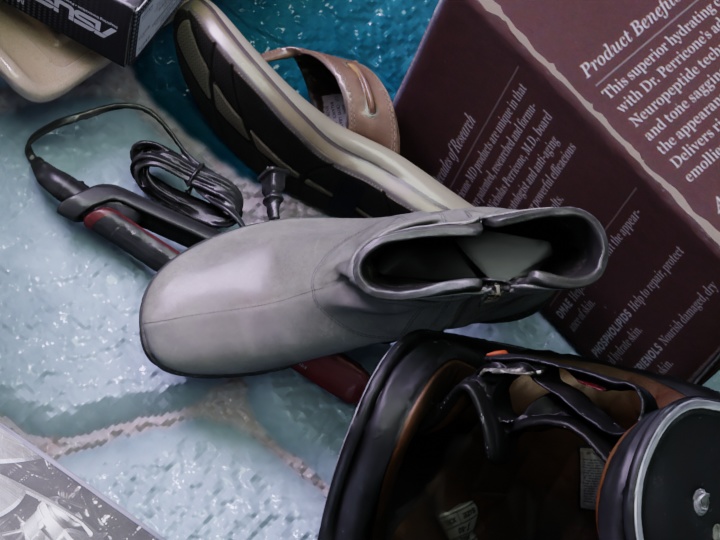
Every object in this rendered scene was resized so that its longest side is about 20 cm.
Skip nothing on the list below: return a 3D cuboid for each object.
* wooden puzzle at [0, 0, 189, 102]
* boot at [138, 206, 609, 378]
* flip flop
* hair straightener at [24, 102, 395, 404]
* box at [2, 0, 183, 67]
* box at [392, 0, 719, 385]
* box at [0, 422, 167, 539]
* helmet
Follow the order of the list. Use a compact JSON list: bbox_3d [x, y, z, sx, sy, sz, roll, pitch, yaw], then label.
[{"bbox_3d":[-0.143,-0.181,1.158,0.200,0.046,0.185,-35,72,-29],"label":"wooden puzzle"},{"bbox_3d":[0.000,0.000,1.020,0.199,0.131,0.068,-10,86,-2],"label":"boot"},{"bbox_3d":[-0.003,-0.063,1.123,0.200,0.081,0.058,34,70,-1],"label":"flip flop"},{"bbox_3d":[-0.065,-0.018,1.119,0.200,0.041,0.077,29,63,6],"label":"hair straightener"},{"bbox_3d":[-0.123,-0.207,1.122,0.160,0.044,0.200,28,56,8],"label":"box"},{"bbox_3d":[0.146,-0.072,1.114,0.166,0.164,0.200,-39,79,-24],"label":"box"},{"bbox_3d":[-0.173,0.170,0.988,0.158,0.048,0.200,35,71,3],"label":"box"},{"bbox_3d":[0.074,0.132,0.993,0.199,0.200,0.191,11,92,-8],"label":"helmet"}]
